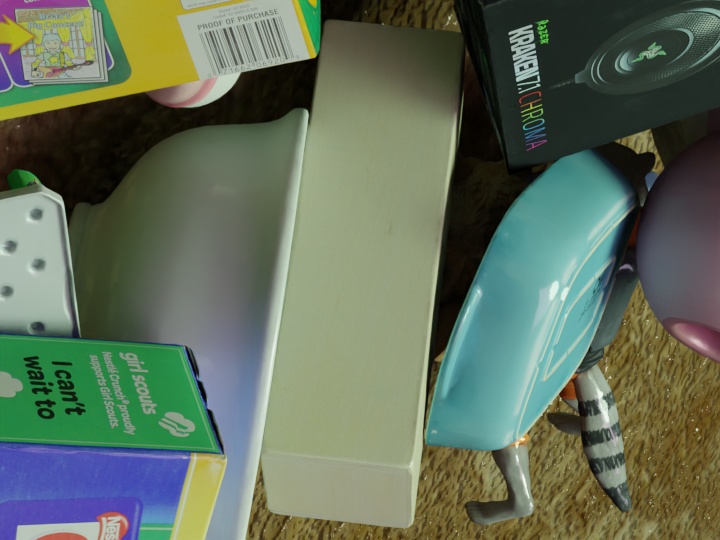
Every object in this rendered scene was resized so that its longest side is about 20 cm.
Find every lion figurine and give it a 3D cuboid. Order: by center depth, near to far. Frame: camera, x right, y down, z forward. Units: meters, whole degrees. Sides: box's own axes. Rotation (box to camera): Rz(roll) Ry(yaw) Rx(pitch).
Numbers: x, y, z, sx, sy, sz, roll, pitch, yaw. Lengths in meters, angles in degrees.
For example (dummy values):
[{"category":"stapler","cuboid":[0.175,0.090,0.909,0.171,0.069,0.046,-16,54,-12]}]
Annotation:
[{"category":"lion figurine","cuboid":[0.006,0.035,1.104,0.200,0.072,0.123,-51,178,-23]}]

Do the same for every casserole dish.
[{"category":"casserole dish","cuboid":[0.081,0.014,1.064,0.200,0.039,0.122,-40,151,-67]}]

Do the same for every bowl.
[{"category":"bowl","cuboid":[-0.080,0.026,0.979,0.201,0.090,0.202,-170,-90,-87]}]

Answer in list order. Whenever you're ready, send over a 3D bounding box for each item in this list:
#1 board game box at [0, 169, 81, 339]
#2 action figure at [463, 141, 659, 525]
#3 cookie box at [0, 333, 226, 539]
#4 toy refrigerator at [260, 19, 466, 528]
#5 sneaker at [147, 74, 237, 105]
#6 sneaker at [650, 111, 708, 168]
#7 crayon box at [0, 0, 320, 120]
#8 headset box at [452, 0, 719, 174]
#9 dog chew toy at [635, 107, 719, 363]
[{"category":"board game box","cuboid":[-0.199,0.065,0.881,0.199,0.026,0.201,-12,128,-13]},{"category":"action figure","cuboid":[0.123,0.016,1.237,0.200,0.104,0.194,-25,132,-43]},{"category":"cookie box","cuboid":[-0.165,0.106,0.855,0.199,0.075,0.172,3,124,-21]},{"category":"toy refrigerator","cuboid":[0.000,0.000,1.020,0.076,0.070,0.201,88,8,-66]},{"category":"sneaker","cuboid":[-0.097,-0.146,0.871,0.104,0.075,0.201,-25,126,-41]},{"category":"sneaker","cuboid":[0.194,-0.116,1.184,0.111,0.077,0.201,-18,104,-5]},{"category":"crayon box","cuboid":[-0.122,-0.112,0.793,0.199,0.058,0.119,-10,136,7]},{"category":"headset box","cuboid":[0.136,-0.138,0.983,0.199,0.093,0.174,-18,159,0]},{"category":"dog chew toy","cuboid":[0.208,-0.052,1.109,0.125,0.124,0.201,42,70,-54]}]
